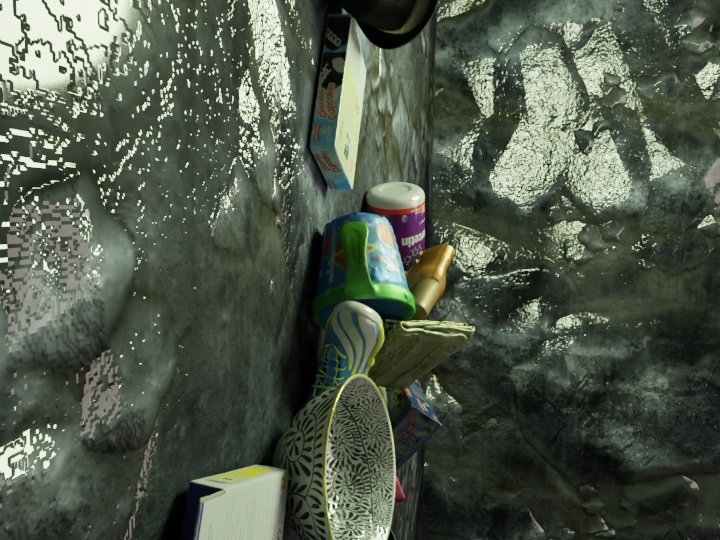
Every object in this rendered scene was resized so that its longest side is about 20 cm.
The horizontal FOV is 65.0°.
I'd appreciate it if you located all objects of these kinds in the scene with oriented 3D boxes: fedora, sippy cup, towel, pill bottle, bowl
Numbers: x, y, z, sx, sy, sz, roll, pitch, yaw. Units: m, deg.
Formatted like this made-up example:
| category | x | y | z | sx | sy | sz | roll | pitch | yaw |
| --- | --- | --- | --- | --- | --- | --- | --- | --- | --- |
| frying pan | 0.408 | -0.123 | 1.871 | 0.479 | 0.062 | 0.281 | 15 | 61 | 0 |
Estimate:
| category | x | y | z | sx | sy | sz | roll | pitch | yaw |
| --- | --- | --- | --- | --- | --- | --- | --- | --- | --- |
| fedora | 0.017 | -0.401 | 0.751 | 0.091 | 0.200 | 0.203 | -20 | 116 | -42 |
| sippy cup | 0.000 | 0.000 | 0.749 | 0.178 | 0.139 | 0.132 | -37 | -130 | 50 |
| towel | 0.055 | 0.123 | 0.809 | 0.200 | 0.147 | 0.037 | -46 | -135 | 46 |
| pill bottle | 0.070 | -0.062 | 1.096 | 0.113 | 0.111 | 0.202 | -66 | 155 | -61 |
| bowl | -0.036 | 0.220 | 0.621 | 0.200 | 0.093 | 0.203 | -9 | 90 | -69 |

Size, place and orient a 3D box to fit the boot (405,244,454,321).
| category | x | y | z | sx | sy | sz | roll | pitch | yaw |
| --- | --- | --- | --- | --- | --- | --- | --- | --- | --- |
| boot | 0.066 | 0.048 | 0.875 | 0.201 | 0.071 | 0.144 | -40 | -167 | 45 |

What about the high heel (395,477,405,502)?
| category | x | y | z | sx | sy | sz | roll | pitch | yaw |
| --- | --- | --- | --- | --- | --- | --- | --- | --- | --- |
| high heel | 0.049 | 0.349 | 1.110 | 0.068 | 0.095 | 0.201 | 77 | 19 | -53 |

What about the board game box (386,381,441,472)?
| category | x | y | z | sx | sy | sz | roll | pitch | yaw |
| --- | --- | --- | --- | --- | --- | --- | --- | --- | --- |
| board game box | 0.033 | 0.278 | 0.957 | 0.201 | 0.061 | 0.200 | -55 | -167 | 5 |

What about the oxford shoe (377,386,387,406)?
| category | x | y | z | sx | sy | sz | roll | pitch | yaw |
| --- | --- | --- | --- | --- | --- | --- | --- | --- | --- |
| oxford shoe | 0.000 | 0.149 | 0.946 | 0.075 | 0.057 | 0.202 | 44 | 32 | -54 |

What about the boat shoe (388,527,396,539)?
| category | x | y | z | sx | sy | sz | roll | pitch | yaw |
| --- | --- | --- | --- | --- | --- | --- | --- | --- | --- |
| boat shoe | 0.011 | 0.373 | 0.849 | 0.068 | 0.056 | 0.201 | -32 | 102 | -47 |

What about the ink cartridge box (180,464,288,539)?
| category | x | y | z | sx | sy | sz | roll | pitch | yaw |
| --- | --- | --- | --- | --- | --- | --- | --- | --- | --- |
| ink cartridge box | -0.111 | 0.261 | 0.431 | 0.200 | 0.047 | 0.200 | 51 | 44 | -71 |

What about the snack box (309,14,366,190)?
| category | x | y | z | sx | sy | sz | roll | pitch | yaw |
| --- | --- | --- | --- | --- | --- | --- | --- | --- | --- |
| snack box | -0.027 | -0.225 | 0.769 | 0.116 | 0.037 | 0.202 | 62 | 32 | -68 |

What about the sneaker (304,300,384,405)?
| category | x | y | z | sx | sy | sz | roll | pitch | yaw |
| --- | --- | --- | --- | --- | --- | --- | --- | --- | --- |
| sneaker | -0.022 | 0.128 | 0.698 | 0.201 | 0.075 | 0.106 | 101 | 7 | -51 |

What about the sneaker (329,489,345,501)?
| category | x | y | z | sx | sy | sz | roll | pitch | yaw |
| --- | --- | --- | --- | --- | --- | --- | --- | --- | --- |
| sneaker | -0.039 | 0.324 | 0.730 | 0.114 | 0.075 | 0.202 | 22 | 67 | -76 |
